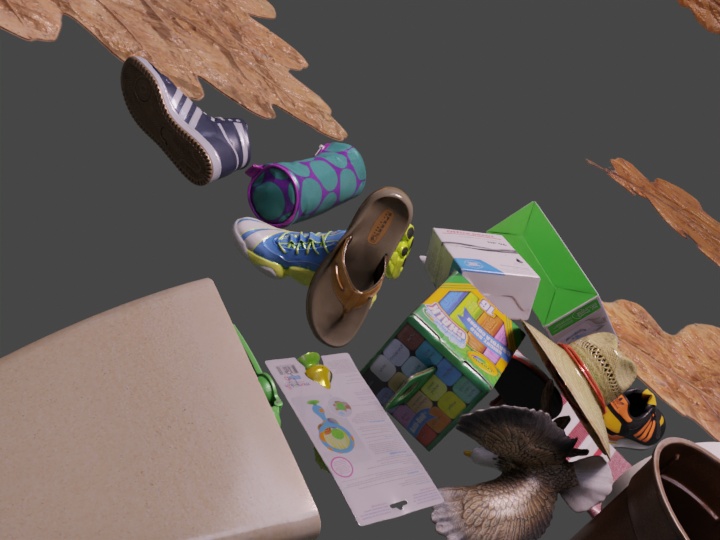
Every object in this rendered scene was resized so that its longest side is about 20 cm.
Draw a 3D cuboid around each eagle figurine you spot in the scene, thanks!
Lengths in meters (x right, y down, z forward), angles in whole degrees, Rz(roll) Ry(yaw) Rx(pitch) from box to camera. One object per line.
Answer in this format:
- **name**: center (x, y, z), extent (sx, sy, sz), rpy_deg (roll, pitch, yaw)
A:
- **eagle figurine**: center (0.173, 0.219, 0.833), extent (0.199, 0.150, 0.153), rpy_deg (1, 61, -60)

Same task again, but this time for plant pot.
- **plant pot**: center (0.311, 0.313, 0.778), extent (0.199, 0.199, 0.201), rpy_deg (26, 33, -19)
- **plant pot**: center (-0.172, 0.151, 0.504), extent (0.176, 0.201, 0.201), rpy_deg (-7, 52, -35)

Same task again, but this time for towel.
- **towel**: center (0.272, 0.230, 1.019), extent (0.200, 0.023, 0.144), rpy_deg (47, 34, 15)

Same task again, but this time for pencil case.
- **pencil case**: center (-0.072, -0.123, 1.049), extent (0.093, 0.085, 0.200), rpy_deg (57, 32, 0)

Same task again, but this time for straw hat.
- **straw hat**: center (0.271, 0.116, 0.875), extent (0.202, 0.085, 0.201), rpy_deg (58, 6, -9)

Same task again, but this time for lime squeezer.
- **lime squeezer**: center (-0.111, 0.131, 0.739), extent (0.070, 0.038, 0.201), rpy_deg (2, 38, 0)

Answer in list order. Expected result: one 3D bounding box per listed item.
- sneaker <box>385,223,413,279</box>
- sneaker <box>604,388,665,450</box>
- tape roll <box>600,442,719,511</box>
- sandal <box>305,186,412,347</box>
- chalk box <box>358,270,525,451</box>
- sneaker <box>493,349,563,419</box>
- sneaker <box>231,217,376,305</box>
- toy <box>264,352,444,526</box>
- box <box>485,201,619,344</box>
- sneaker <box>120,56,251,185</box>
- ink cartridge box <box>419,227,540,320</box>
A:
- **sneaker**: center (0.024, -0.032, 1.006), extent (0.083, 0.075, 0.200), rpy_deg (23, -5, 3)
- **sneaker**: center (0.416, 0.215, 1.121), extent (0.199, 0.090, 0.070), rpy_deg (8, 42, -41)
- **tape roll**: center (0.390, 0.282, 0.898), extent (0.202, 0.203, 0.037), rpy_deg (25, 31, -22)
- **sandal**: center (0.000, 0.000, 0.859), extent (0.080, 0.201, 0.054), rpy_deg (25, 12, -21)
- **chalk box**: center (0.089, 0.111, 0.881), extent (0.124, 0.125, 0.200), rpy_deg (42, 32, 7)
- **sneaker**: center (0.193, 0.112, 1.022), extent (0.200, 0.068, 0.108), rpy_deg (32, 30, 11)
- **sneaker**: center (-0.055, -0.027, 0.923), extent (0.199, 0.105, 0.076), rpy_deg (32, 31, -13)
- **toy**: center (-0.015, 0.171, 0.765), extent (0.114, 0.047, 0.201), rpy_deg (1, 44, -42)
- **box**: center (0.303, 0.025, 1.180), extent (0.177, 0.096, 0.201), rpy_deg (47, 15, -51)
- **sneaker**: center (-0.226, -0.203, 1.001), extent (0.201, 0.070, 0.108), rpy_deg (52, 37, 8)
- **ink cartridge box**: center (0.163, -0.006, 1.084), extent (0.115, 0.068, 0.200), rpy_deg (6, 22, -12)
